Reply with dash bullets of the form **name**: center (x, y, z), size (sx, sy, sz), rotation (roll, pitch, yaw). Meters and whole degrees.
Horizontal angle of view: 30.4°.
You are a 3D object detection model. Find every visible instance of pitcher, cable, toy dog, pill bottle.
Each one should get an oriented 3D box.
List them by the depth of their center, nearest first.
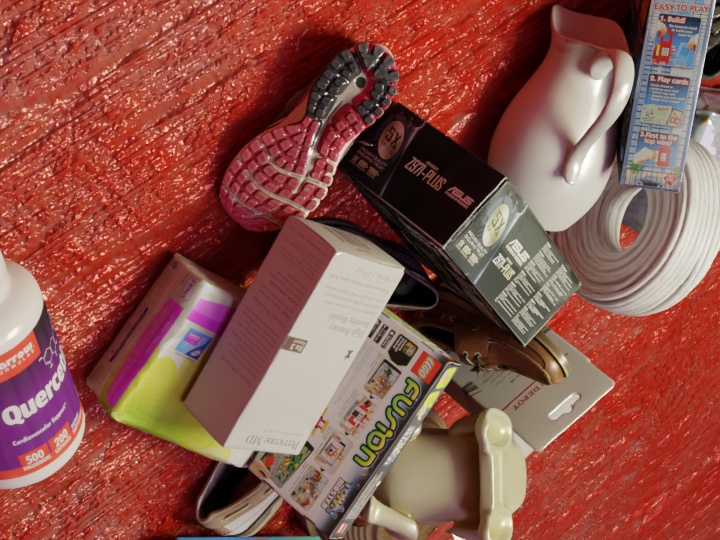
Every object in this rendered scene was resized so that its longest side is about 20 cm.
- **pill bottle**: center (-0.290, 0.069, 1.028), size (0.112, 0.112, 0.200), rotation (-29, 135, -22)
- **pitcher**: center (0.200, -0.134, 1.271), size (0.121, 0.172, 0.201), rotation (13, 113, -11)
- **toy dog**: center (0.056, 0.196, 1.326), size (0.194, 0.199, 0.140), rotation (-15, 103, -68)
- **cable**: center (0.288, -0.053, 1.385), size (0.069, 0.200, 0.200), rotation (17, 114, -34)

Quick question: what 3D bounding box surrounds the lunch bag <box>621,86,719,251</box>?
- **lunch bag**: center (0.396, -0.115, 1.492), size (0.199, 0.127, 0.170), rotation (0, 118, -32)

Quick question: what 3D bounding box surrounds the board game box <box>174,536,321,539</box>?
- **board game box**: center (-0.145, 0.343, 1.389), size (0.200, 0.045, 0.152), rotation (12, 124, -45)

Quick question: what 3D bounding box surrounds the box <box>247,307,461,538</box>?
- **box**: center (-0.007, 0.138, 1.242), size (0.200, 0.110, 0.035), rotation (-56, 157, 5)

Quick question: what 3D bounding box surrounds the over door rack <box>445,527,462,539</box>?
- **over door rack**: center (0.033, 0.365, 1.503), size (0.147, 0.067, 0.200), rotation (-28, 173, -24)

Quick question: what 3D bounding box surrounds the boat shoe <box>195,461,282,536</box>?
- **boat shoe**: center (-0.091, 0.184, 1.319), size (0.068, 0.075, 0.200), rotation (19, 107, -53)

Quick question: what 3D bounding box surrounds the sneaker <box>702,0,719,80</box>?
- **sneaker**: center (0.354, -0.286, 1.344), size (0.071, 0.099, 0.201), rotation (-15, 127, -31)

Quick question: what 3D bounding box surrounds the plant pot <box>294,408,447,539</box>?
- **plant pot**: center (0.033, 0.244, 1.462), size (0.200, 0.093, 0.201), rotation (-22, 132, -27)

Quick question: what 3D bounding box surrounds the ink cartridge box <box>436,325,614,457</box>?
- **ink cartridge box**: center (0.167, 0.116, 1.401), size (0.116, 0.200, 0.067), rotation (-38, 139, -12)

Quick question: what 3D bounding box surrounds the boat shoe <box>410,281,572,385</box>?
- **boat shoe**: center (0.129, 0.076, 1.337), size (0.068, 0.200, 0.072), rotation (-41, 126, -14)

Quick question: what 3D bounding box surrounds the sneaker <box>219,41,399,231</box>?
- **sneaker**: center (-0.040, -0.113, 1.148), size (0.081, 0.075, 0.200), rotation (44, 100, -10)

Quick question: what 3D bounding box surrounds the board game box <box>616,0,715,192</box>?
- **board game box**: center (0.292, -0.213, 1.277), size (0.061, 0.200, 0.200), rotation (8, 125, 3)

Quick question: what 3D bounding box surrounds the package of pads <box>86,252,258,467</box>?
- **package of pads**: center (-0.136, 0.091, 1.214), size (0.155, 0.068, 0.200), rotation (-54, 139, 5)

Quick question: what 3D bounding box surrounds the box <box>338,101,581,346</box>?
- **box**: center (0.095, -0.043, 1.247), size (0.086, 0.164, 0.200), rotation (-47, 139, -3)

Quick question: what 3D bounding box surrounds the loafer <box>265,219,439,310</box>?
- **loafer**: center (0.000, 0.000, 1.270), size (0.200, 0.063, 0.072), rotation (11, 111, -46)

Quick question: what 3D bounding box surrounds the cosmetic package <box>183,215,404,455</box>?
- **cosmetic package**: center (-0.058, 0.059, 1.154), size (0.102, 0.074, 0.200), rotation (15, 108, -49)
